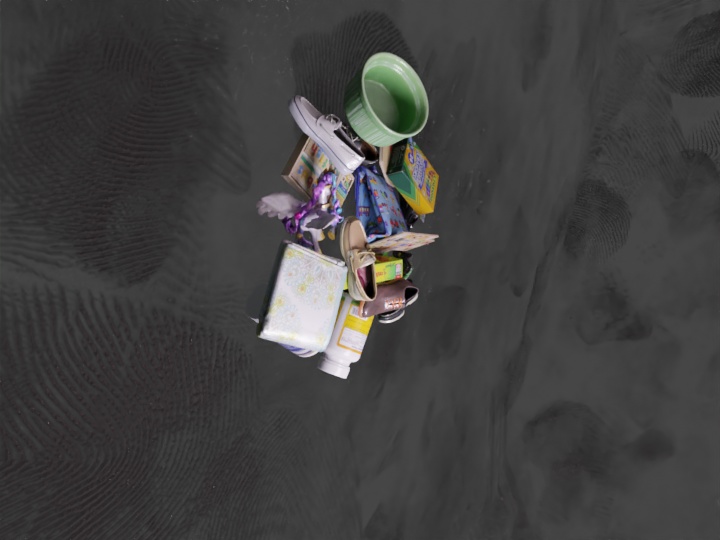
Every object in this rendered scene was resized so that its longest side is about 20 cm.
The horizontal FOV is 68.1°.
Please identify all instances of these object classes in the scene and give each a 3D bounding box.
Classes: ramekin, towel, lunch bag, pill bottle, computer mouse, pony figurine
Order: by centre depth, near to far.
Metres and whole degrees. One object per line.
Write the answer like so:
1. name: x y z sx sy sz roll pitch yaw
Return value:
1. towel: -0.117 0.054 1.092 0.170 0.048 0.203 21 79 -39
2. pony figurine: -0.110 -0.112 1.153 0.193 0.165 0.202 -43 151 -43
3. pill bottle: -0.161 0.107 1.171 0.200 0.110 0.112 45 66 -51
4. ramekin: 0.055 -0.392 1.249 0.198 0.097 0.204 9 74 -34
5. lunch bag: 0.047 -0.171 1.355 0.150 0.093 0.204 6 73 -61
6. pill bottle: -0.040 0.165 1.362 0.111 0.110 0.203 30 77 -54
7. computer mouse: 0.146 -0.201 1.510 0.141 0.045 0.203 -58 148 -55

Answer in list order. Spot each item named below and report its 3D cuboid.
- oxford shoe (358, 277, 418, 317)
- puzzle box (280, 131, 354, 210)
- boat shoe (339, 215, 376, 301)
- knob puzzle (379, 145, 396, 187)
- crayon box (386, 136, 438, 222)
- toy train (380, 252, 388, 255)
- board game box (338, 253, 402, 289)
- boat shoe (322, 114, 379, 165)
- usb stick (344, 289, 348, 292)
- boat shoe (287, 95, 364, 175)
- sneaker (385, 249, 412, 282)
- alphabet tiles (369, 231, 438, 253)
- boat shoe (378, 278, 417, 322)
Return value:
1. oxford shoe: 0.070 0.068 1.318 0.199 0.072 0.072 -31 131 -44
2. puzzle box: -0.093 -0.216 1.226 0.200 0.025 0.135 44 67 -52
3. boat shoe: 0.004 -0.025 1.214 0.073 0.066 0.203 -27 117 -34
4. knob puzzle: 0.071 -0.313 1.384 0.219 0.030 0.224 2 90 -72
5. crayon box: 0.148 -0.239 1.402 0.200 0.051 0.127 44 47 -41
6. toy train: 0.046 0.008 1.490 0.056 0.041 0.203 21 85 -65
7. board game box: 0.000 0.000 1.329 0.198 0.101 0.049 -11 106 -38
8. boat shoe: -0.027 -0.306 1.252 0.199 0.067 0.073 26 83 -53
9. usb stick: -0.007 -0.036 1.405 0.055 0.032 0.203 12 92 -48
10. boat shoe: -0.066 -0.299 1.129 0.200 0.066 0.074 47 32 -19
11. sneaker: 0.108 0.009 1.500 0.200 0.077 0.087 -50 152 -68
12. alphabet tiles: 0.100 -0.069 1.379 0.198 0.166 0.008 0 75 -51
13. boat shoe: 0.110 0.084 1.576 0.199 0.074 0.067 -34 126 -44
